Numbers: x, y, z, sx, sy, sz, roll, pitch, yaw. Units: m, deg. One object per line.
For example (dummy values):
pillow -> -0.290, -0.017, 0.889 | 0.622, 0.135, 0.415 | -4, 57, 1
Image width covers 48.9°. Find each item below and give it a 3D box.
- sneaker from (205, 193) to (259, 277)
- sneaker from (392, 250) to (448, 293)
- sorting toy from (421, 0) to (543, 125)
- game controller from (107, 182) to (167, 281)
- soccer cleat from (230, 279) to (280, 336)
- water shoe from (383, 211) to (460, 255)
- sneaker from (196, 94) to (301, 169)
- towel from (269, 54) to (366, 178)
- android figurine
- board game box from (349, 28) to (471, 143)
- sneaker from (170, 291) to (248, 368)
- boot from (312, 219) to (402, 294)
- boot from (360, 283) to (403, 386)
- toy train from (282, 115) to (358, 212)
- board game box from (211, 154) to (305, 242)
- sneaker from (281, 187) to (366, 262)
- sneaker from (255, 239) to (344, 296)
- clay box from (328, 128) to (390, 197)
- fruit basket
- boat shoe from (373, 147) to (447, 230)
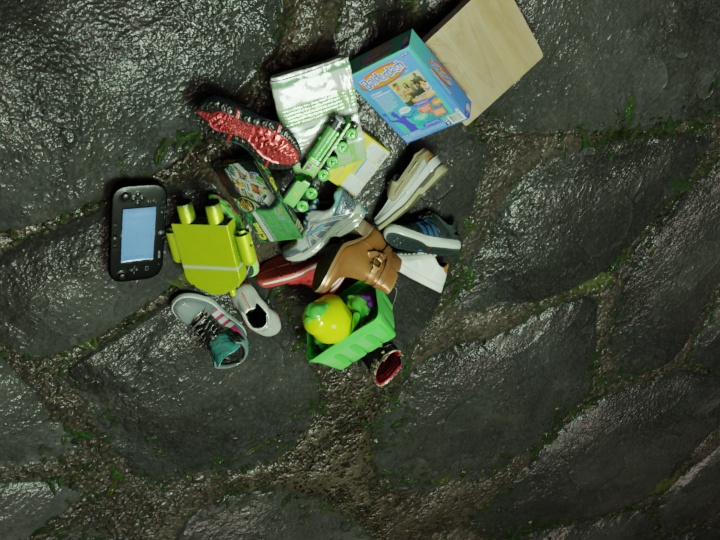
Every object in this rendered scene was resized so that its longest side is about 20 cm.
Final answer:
sneaker -> -0.255, -0.055, 1.515 | 0.082, 0.077, 0.203 | -26, 129, -10
sneaker -> 0.111, -0.025, 1.726 | 0.197, 0.072, 0.087 | 25, 88, -34
sorting toy -> 0.212, -0.417, 1.481 | 0.198, 0.070, 0.200 | -41, 130, 6
game controller -> -0.409, -0.070, 1.454 | 0.102, 0.042, 0.204 | -2, 124, -24
soccer cleat -> -0.208, 0.097, 1.622 | 0.068, 0.086, 0.201 | -29, 145, -3
water shoe -> 0.127, -0.085, 1.680 | 0.196, 0.081, 0.071 | 12, 157, -35
sneaker -> -0.188, -0.253, 1.385 | 0.197, 0.096, 0.080 | 28, 113, -20
towel -> -0.073, -0.273, 1.422 | 0.145, 0.031, 0.204 | -17, 126, -6
android figurine -> -0.278, -0.038, 1.474 | 0.177, 0.041, 0.204 | 1, 122, 21
board game box -> 0.089, -0.330, 1.447 | 0.150, 0.046, 0.199 | -15, 141, 37
sneaker -> -0.296, 0.132, 1.598 | 0.084, 0.122, 0.199 | -44, 130, 11
boot -> 0.000, 0.000, 1.583 | 0.154, 0.073, 0.202 | 42, 61, -20
boot -> 0.050, 0.138, 1.746 | 0.072, 0.151, 0.203 | 14, 116, -32
toy train -> -0.075, -0.194, 1.432 | 0.056, 0.042, 0.202 | 29, 110, -20
board game box -> -0.189, -0.132, 1.489 | 0.102, 0.024, 0.202 | -5, 136, 25
sneaker -> -0.087, -0.095, 1.565 | 0.198, 0.078, 0.087 | -33, 113, 21
sneaker -> -0.114, 0.022, 1.636 | 0.195, 0.079, 0.118 | -18, 128, -11
clay box -> -0.050, -0.237, 1.500 | 0.198, 0.048, 0.115 | 31, 106, -36
fruit basket -> -0.047, 0.098, 1.641 | 0.209, 0.158, 0.219 | -2, 133, -2
boat shoe -> 0.089, -0.165, 1.604 | 0.200, 0.069, 0.075 | -44, 176, 29
